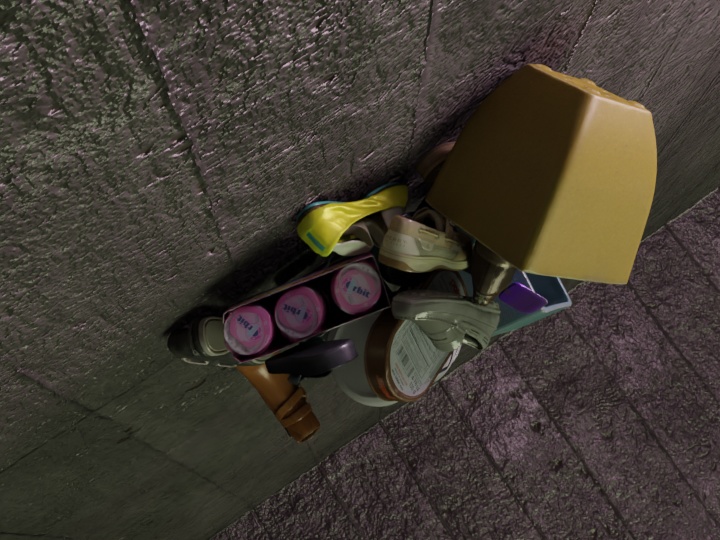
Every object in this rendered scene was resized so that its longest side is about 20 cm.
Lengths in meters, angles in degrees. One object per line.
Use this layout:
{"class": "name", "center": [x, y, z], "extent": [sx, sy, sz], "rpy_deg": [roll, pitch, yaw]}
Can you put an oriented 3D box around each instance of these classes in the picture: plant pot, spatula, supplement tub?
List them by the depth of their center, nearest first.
{"class": "plant pot", "center": [0.231, -0.122, 1.131], "extent": [0.193, 0.194, 0.202], "rpy_deg": [7, 113, -39]}
{"class": "spatula", "center": [-0.023, -0.030, 1.246], "extent": [0.199, 0.021, 0.057], "rpy_deg": [-38, 179, 0]}
{"class": "supplement tub", "center": [0.052, 0.101, 1.337], "extent": [0.140, 0.141, 0.199], "rpy_deg": [-41, 168, 22]}
{"class": "spatula", "center": [0.200, -0.003, 1.486], "extent": [0.021, 0.200, 0.057], "rpy_deg": [-47, -178, -38]}
{"class": "plant pot", "center": [0.211, 0.023, 1.650], "extent": [0.199, 0.198, 0.195], "rpy_deg": [-31, 169, 24]}

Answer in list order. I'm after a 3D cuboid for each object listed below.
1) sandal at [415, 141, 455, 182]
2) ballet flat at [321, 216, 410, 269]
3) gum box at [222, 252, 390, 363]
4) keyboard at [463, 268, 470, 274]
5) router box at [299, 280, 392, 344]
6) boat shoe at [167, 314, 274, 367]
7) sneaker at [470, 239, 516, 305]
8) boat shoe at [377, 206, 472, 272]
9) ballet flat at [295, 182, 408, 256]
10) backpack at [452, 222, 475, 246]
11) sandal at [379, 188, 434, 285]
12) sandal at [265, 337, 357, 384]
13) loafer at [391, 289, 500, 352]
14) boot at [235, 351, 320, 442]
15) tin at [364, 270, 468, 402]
{"class": "sandal", "center": [0.154, -0.128, 1.244], "extent": [0.210, 0.070, 0.078], "rpy_deg": [-19, 159, -49]}
{"class": "ballet flat", "center": [0.000, 0.000, 1.320], "extent": [0.199, 0.068, 0.062], "rpy_deg": [-36, 179, 7]}
{"class": "gum box", "center": [-0.067, 0.043, 1.153], "extent": [0.197, 0.067, 0.114], "rpy_deg": [-21, -177, 1]}
{"class": "keyboard", "center": [0.124, -0.030, 1.390], "extent": [0.021, 0.126, 0.200], "rpy_deg": [-63, 172, -3]}
{"class": "router box", "center": [-0.023, 0.062, 1.463], "extent": [0.149, 0.062, 0.200], "rpy_deg": [-37, 166, 1]}
{"class": "boat shoe", "center": [-0.173, 0.088, 1.222], "extent": [0.056, 0.068, 0.200], "rpy_deg": [-11, 169, 19]}
{"class": "sneaker", "center": [0.163, -0.017, 1.201], "extent": [0.200, 0.070, 0.076], "rpy_deg": [-42, 154, -70]}
{"class": "boat shoe", "center": [0.087, -0.040, 1.157], "extent": [0.199, 0.071, 0.066], "rpy_deg": [-6, 111, -59]}
{"class": "ballet flat", "center": [0.004, -0.054, 1.139], "extent": [0.199, 0.067, 0.067], "rpy_deg": [-18, 155, -50]}
{"class": "backpack", "center": [0.211, -0.086, 1.385], "extent": [0.167, 0.127, 0.199], "rpy_deg": [-42, 168, 22]}
{"class": "sandal", "center": [0.068, -0.047, 1.251], "extent": [0.200, 0.042, 0.077], "rpy_deg": [-50, 146, -48]}
{"class": "sandal", "center": [-0.060, 0.112, 1.124], "extent": [0.075, 0.043, 0.200], "rpy_deg": [-22, -176, -18]}
{"class": "loafer", "center": [0.104, 0.062, 1.153], "extent": [0.069, 0.071, 0.199], "rpy_deg": [8, 179, 41]}
{"class": "boot", "center": [-0.123, 0.179, 1.418], "extent": [0.076, 0.156, 0.200], "rpy_deg": [-31, 166, -10]}
{"class": "tin", "center": [0.075, 0.076, 1.200], "extent": [0.041, 0.113, 0.201], "rpy_deg": [4, -137, 38]}
